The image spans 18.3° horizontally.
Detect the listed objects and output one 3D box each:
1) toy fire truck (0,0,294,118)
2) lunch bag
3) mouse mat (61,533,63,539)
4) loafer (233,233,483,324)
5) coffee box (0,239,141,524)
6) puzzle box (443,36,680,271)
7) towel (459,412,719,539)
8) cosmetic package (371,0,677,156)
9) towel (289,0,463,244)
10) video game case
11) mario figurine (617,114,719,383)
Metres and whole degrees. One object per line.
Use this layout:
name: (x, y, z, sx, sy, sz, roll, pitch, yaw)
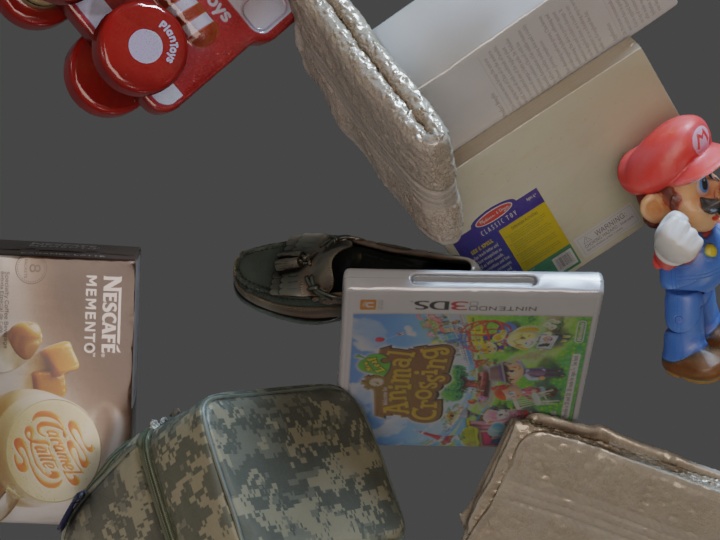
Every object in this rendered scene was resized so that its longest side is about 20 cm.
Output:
toy fire truck: (-0.161, -0.216, 1.609, 0.168, 0.112, 0.200, -42, 98, -20)
lunch bag: (-0.096, 0.172, 1.590, 0.168, 0.200, 0.139, -33, 73, 33)
mouse mat: (-0.169, 0.301, 1.721, 0.161, 0.008, 0.200, 13, 96, -4)
loafer: (0.000, 0.000, 1.630, 0.200, 0.063, 0.072, 7, 59, 14)
coffee box: (-0.221, 0.082, 1.651, 0.114, 0.080, 0.200, 3, 98, -2)
puzzle box: (0.147, -0.066, 1.646, 0.200, 0.025, 0.133, -33, 121, 2)
towel: (0.184, 0.186, 1.684, 0.200, 0.034, 0.133, 20, 120, -7)
cosmetic package: (0.119, -0.182, 1.606, 0.200, 0.101, 0.071, -35, 57, 2)
towel: (0.007, -0.121, 1.562, 0.034, 0.133, 0.200, -31, 61, -9)
video game case: (0.075, 0.067, 1.623, 0.182, 0.022, 0.200, 1, 143, -2)
mario figurine: (0.253, -0.019, 1.616, 0.106, 0.123, 0.200, -16, 118, -5)
